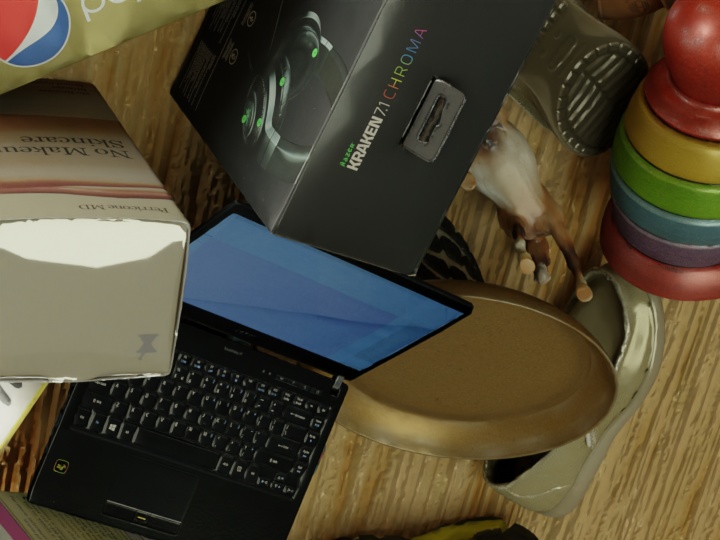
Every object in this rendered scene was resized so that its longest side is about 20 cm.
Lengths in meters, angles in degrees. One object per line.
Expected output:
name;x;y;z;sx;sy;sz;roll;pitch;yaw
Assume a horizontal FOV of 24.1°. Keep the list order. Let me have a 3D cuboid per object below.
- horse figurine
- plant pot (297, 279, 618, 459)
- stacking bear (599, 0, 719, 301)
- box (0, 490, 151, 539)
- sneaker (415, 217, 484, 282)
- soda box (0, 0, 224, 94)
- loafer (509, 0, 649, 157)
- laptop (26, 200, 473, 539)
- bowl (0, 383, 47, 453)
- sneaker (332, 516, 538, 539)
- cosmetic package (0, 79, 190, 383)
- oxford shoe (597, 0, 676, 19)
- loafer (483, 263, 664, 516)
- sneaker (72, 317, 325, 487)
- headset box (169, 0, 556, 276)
horse figurine;0.083;-0.060;1.030;0.050;0.133;0.200;-32;113;11
plant pot;0.061;0.060;1.053;0.199;0.028;0.200;4;146;3
stacking bear;0.211;-0.088;1.020;0.114;0.121;0.200;-33;144;-31
box;-0.195;0.232;1.016;0.176;0.097;0.200;-49;156;7
sneaker;0.000;0.000;1.061;0.200;0.077;0.089;26;136;-35
soda box;-0.156;-0.152;0.888;0.200;0.068;0.064;-24;123;-11
loafer;0.113;-0.137;1.023;0.076;0.068;0.200;-45;142;5
laptop;-0.061;0.075;0.958;0.177;0.103;0.201;24;88;-33
bowl;-0.231;0.066;0.929;0.094;0.201;0.201;35;100;-7
sneaker;0.038;0.231;1.178;0.199;0.074;0.085;-5;103;-22
cosmetic package;-0.166;-0.027;0.872;0.103;0.200;0.088;0;116;-25
oxford shoe;0.128;-0.229;0.981;0.071;0.071;0.200;-15;121;24
loafer;0.142;0.083;1.142;0.068;0.076;0.200;4;116;-33
sneaker;-0.082;0.069;1.040;0.200;0.079;0.096;30;92;-42
headset box;-0.003;-0.118;0.896;0.093;0.200;0.174;17;109;-31
